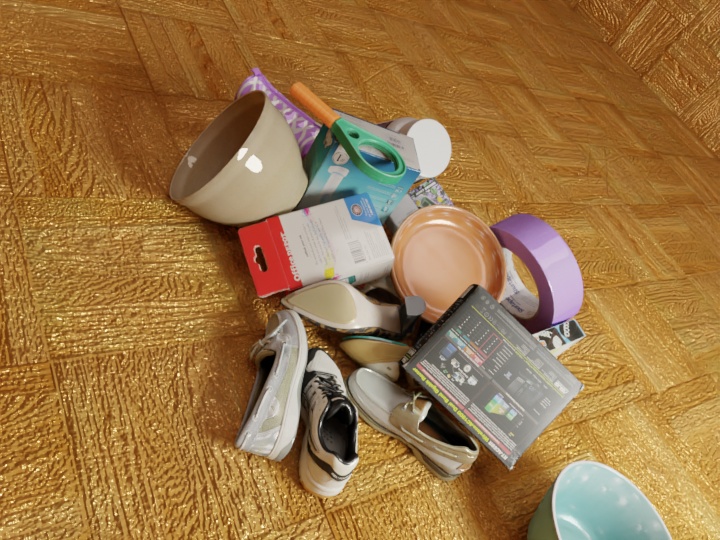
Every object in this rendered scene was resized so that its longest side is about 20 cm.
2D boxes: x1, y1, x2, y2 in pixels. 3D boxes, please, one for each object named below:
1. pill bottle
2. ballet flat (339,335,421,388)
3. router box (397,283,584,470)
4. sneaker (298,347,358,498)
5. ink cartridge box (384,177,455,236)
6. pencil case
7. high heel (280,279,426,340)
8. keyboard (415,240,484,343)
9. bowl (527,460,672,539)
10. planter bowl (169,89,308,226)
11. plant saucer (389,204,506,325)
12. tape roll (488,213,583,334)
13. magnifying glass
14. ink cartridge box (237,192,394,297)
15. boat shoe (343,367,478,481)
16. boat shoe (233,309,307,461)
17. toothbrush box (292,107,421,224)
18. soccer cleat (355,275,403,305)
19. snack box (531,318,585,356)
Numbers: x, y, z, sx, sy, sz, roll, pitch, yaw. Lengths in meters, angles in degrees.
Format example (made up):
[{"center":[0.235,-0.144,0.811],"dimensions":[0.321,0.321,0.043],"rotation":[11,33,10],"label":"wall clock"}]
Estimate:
[{"center":[0.062,-0.207,1.095],"dimensions":[0.114,0.200,0.114],"rotation":[-3,96,-30],"label":"pill bottle"},{"center":[0.063,0.135,0.887],"dimensions":[0.200,0.069,0.063],"rotation":[10,68,-25],"label":"ballet flat"},{"center":[0.173,0.139,0.832],"dimensions":[0.200,0.150,0.062],"rotation":[44,-4,-1],"label":"router box"},{"center":[-0.034,0.170,0.764],"dimensions":[0.076,0.088,0.200],"rotation":[10,45,-25],"label":"sneaker"},{"center":[0.133,-0.046,1.053],"dimensions":[0.109,0.050,0.200],"rotation":[-33,85,-14],"label":"ink cartridge box"},{"center":[-0.134,-0.269,1.119],"dimensions":[0.200,0.086,0.084],"rotation":[38,41,4],"label":"pencil case"},{"center":[-0.014,0.068,0.889],"dimensions":[0.200,0.143,0.072],"rotation":[4,70,-5],"label":"high heel"},{"center":[0.165,0.058,0.999],"dimensions":[0.127,0.021,0.200],"rotation":[23,70,-11],"label":"keyboard"},{"center":[0.297,0.361,0.798],"dimensions":[0.201,0.105,0.201],"rotation":[19,43,-18],"label":"bowl"},{"center":[-0.164,-0.144,0.915],"dimensions":[0.135,0.200,0.200],"rotation":[41,33,-34],"label":"planter bowl"},{"center":[0.134,-0.004,0.975],"dimensions":[0.200,0.037,0.201],"rotation":[5,74,-17],"label":"plant saucer"},{"center":[0.277,0.008,1.045],"dimensions":[0.066,0.200,0.200],"rotation":[-25,66,-19],"label":"tape roll"},{"center":[-0.018,-0.194,0.868],"dimensions":[0.200,0.022,0.080],"rotation":[40,41,5],"label":"magnifying glass"},{"center":[-0.065,-0.026,0.899],"dimensions":[0.200,0.067,0.116],"rotation":[-16,69,-12],"label":"ink cartridge box"},{"center":[0.070,0.193,0.829],"dimensions":[0.200,0.068,0.075],"rotation":[37,40,2],"label":"boat shoe"},{"center":[-0.111,0.130,0.762],"dimensions":[0.065,0.074,0.202],"rotation":[21,49,-23],"label":"boat shoe"},{"center":[-0.020,-0.133,0.979],"dimensions":[0.146,0.200,0.085],"rotation":[14,45,-23],"label":"toothbrush box"},{"center":[0.000,0.000,0.970],"dimensions":[0.200,0.069,0.078],"rotation":[35,43,-6],"label":"soccer cleat"},{"center":[0.255,0.138,0.974],"dimensions":[0.200,0.116,0.037],"rotation":[-11,61,-41],"label":"snack box"}]
